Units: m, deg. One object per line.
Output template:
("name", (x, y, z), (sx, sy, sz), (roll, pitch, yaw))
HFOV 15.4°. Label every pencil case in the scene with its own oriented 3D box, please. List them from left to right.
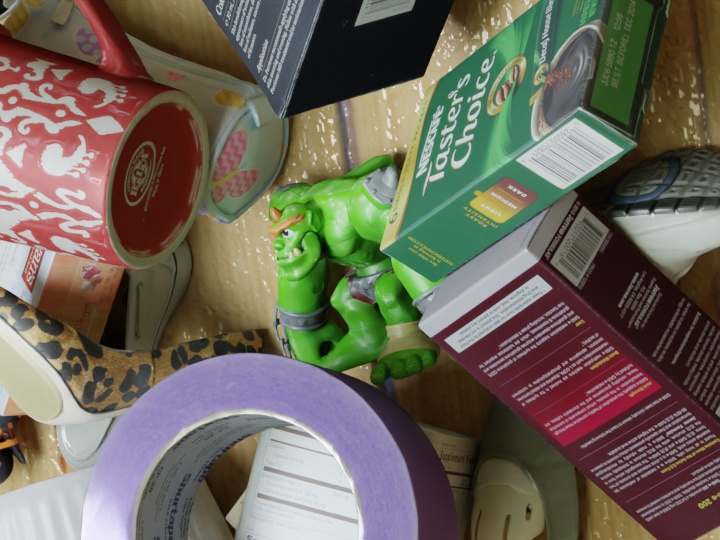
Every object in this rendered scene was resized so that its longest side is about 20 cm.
("pencil case", (-0.140, -0.105, 1.663), (0.200, 0.083, 0.091), (28, 103, 27))

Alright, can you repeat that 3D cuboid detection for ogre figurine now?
("ogre figurine", (0.000, 0.000, 1.586), (0.200, 0.098, 0.120), (-166, 56, -77))

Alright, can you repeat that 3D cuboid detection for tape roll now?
("tape roll", (-0.051, 0.149, 1.502), (0.199, 0.085, 0.201), (-2, 82, 16))

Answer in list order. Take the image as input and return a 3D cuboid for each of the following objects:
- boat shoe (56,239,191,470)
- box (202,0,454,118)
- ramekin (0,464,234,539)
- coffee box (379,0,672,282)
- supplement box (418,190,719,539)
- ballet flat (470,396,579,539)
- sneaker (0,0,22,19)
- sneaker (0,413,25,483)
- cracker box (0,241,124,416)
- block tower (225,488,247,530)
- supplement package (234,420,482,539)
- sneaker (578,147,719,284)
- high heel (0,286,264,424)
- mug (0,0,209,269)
("boat shoe", (-0.171, 0.058, 1.753), (0.071, 0.070, 0.200), (38, 125, 21))
("box", (-0.025, -0.223, 1.464), (0.182, 0.104, 0.200), (55, 146, 25))
("ramekin", (-0.178, 0.186, 1.731), (0.202, 0.202, 0.094), (-27, 76, 40))
("coffee box", (0.089, -0.084, 1.445), (0.044, 0.123, 0.200), (28, 147, -19))
("supplement box", (0.143, 0.056, 1.465), (0.200, 0.061, 0.109), (43, 139, -10))
("ballet flat", (0.095, 0.171, 1.593), (0.067, 0.064, 0.201), (7, 110, 36))
("sneaker", (-0.250, -0.208, 1.691), (0.200, 0.112, 0.073), (-36, 82, 40))
("sneaker", (-0.254, 0.101, 1.804), (0.200, 0.077, 0.112), (-138, 32, -67))
("cracker box", (-0.224, -0.020, 1.725), (0.200, 0.058, 0.134), (58, 136, 42))
("block tower", (0.007, 0.204, 1.680), (0.200, 0.058, 0.054), (46, 128, 13))
("supplement package", (-0.011, 0.182, 1.589), (0.109, 0.114, 0.201), (13, 87, 19))
("sneaker", (0.151, -0.009, 1.493), (0.200, 0.074, 0.087), (-17, 108, 46))
("high heel", (-0.150, 0.040, 1.652), (0.200, 0.143, 0.071), (48, 148, -21))
("mug", (-0.201, -0.094, 1.575), (0.200, 0.133, 0.178), (16, 121, 28))
